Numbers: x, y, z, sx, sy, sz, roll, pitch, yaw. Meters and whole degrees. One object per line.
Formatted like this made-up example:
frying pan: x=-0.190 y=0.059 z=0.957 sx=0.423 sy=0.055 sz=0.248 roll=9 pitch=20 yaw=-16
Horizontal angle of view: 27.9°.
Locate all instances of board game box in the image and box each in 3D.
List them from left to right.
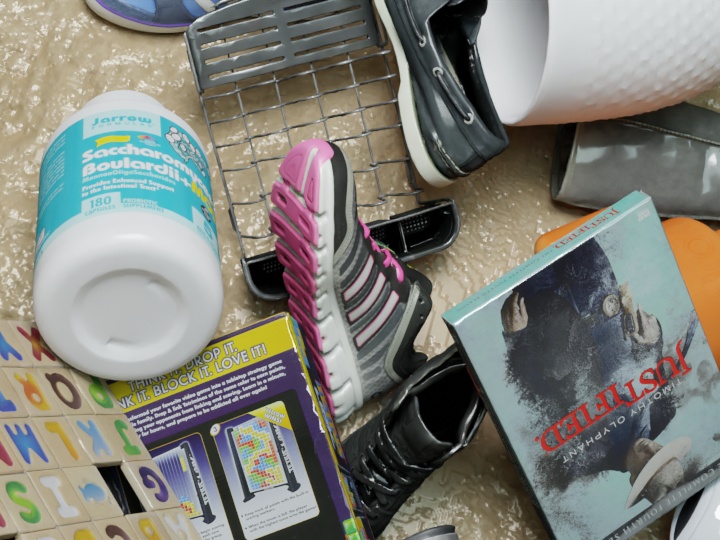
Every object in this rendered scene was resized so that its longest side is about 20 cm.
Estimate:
board game box: x=-0.106 y=0.139 z=0.881 sx=0.199 sy=0.057 sz=0.166 roll=-20 pitch=74 yaw=5

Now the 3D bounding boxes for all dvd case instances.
dvd case: x=0.149 y=0.071 z=0.880 sx=0.146 sy=0.022 sz=0.200 roll=-31 pitch=116 yaw=-11

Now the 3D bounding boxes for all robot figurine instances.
robot figurine: x=0.183 y=0.038 z=0.962 sx=0.200 sy=0.117 sz=0.144 roll=-26 pitch=113 yaw=-15

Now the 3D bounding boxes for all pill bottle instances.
pill bottle: x=-0.146 y=-0.033 z=0.901 sx=0.110 sy=0.111 sz=0.200 roll=-2 pitch=37 yaw=-10

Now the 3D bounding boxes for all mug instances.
mug: x=0.165 y=-0.192 z=0.983 sx=0.175 sy=0.148 sz=0.200 roll=-6 pitch=41 yaw=-18

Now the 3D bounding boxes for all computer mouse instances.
computer mouse: x=0.271 y=0.129 z=0.961 sx=0.109 sy=0.044 sz=0.200 roll=33 pitch=56 yaw=3

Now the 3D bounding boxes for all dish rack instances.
dish rack: x=-0.031 y=-0.094 z=0.971 sx=0.153 sy=0.055 sz=0.201 roll=-17 pitch=99 yaw=-15

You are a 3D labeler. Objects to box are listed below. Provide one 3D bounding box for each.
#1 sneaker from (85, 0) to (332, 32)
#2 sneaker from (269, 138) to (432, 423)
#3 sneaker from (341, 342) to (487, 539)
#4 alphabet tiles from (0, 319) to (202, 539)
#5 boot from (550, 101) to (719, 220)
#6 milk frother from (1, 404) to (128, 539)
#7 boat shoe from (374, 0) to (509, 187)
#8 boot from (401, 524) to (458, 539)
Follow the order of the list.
sneaker: x=-0.090 y=-0.228 z=0.987 sx=0.199 sy=0.147 sz=0.081 roll=-2 pitch=72 yaw=-10
sneaker: x=0.000 y=0.000 z=0.920 sx=0.087 sy=0.200 sz=0.074 roll=-19 pitch=33 yaw=-18
sneaker: x=0.031 y=0.103 z=0.904 sx=0.060 sy=0.104 sz=0.200 roll=42 pitch=83 yaw=4
alphabet tiles: x=-0.169 y=0.093 z=0.772 sx=0.008 sy=0.200 sz=0.167 roll=-38 pitch=74 yaw=14
boot: x=0.247 y=-0.110 z=1.053 sx=0.199 sy=0.073 sz=0.182 roll=14 pitch=68 yaw=2
milk frother: x=-0.230 y=0.185 z=0.766 sx=0.188 sy=0.200 sz=0.181 roll=-33 pitch=77 yaw=9
boat shoe: x=0.055 y=-0.159 z=0.953 sx=0.066 sy=0.074 sz=0.200 roll=-17 pitch=75 yaw=33
boot: x=0.072 y=0.211 z=0.873 sx=0.199 sy=0.070 sz=0.132 roll=-22 pitch=65 yaw=6
